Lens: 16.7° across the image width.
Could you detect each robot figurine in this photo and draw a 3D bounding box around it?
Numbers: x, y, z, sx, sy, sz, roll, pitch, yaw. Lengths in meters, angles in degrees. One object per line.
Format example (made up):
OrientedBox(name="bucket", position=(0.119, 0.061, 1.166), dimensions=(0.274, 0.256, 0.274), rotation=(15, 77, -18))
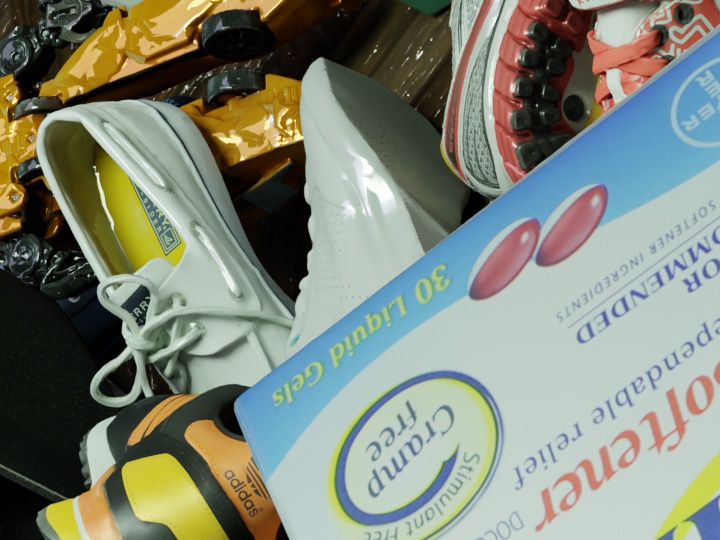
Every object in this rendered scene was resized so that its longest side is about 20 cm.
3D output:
OrientedBox(name="robot figurine", position=(-0.090, -0.065, 1.070), dimensions=(0.200, 0.058, 0.145), rotation=(-19, 64, 31))

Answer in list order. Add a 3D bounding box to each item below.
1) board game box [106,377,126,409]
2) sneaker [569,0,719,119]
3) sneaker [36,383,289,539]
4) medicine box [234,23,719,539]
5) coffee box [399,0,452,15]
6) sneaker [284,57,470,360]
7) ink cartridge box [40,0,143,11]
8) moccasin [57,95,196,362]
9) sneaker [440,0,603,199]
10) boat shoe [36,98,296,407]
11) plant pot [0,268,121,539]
OrientedBox(name="board game box", position=(-0.156, 0.100, 1.097), dimensions=(0.200, 0.034, 0.135), rotation=(37, 107, 41))
OrientedBox(name="sneaker", position=(0.091, -0.069, 0.791), dimensions=(0.067, 0.108, 0.202), rotation=(11, 81, 60))
OrientedBox(name="sneaker", position=(-0.047, 0.072, 0.838), dimensions=(0.090, 0.070, 0.200), rotation=(-30, 5, 6))
OrientedBox(name="medicine box", position=(0.090, 0.067, 0.625), dimensions=(0.182, 0.103, 0.200), rotation=(-37, 43, 8))
OrientedBox(name="coffee box", position=(-0.001, -0.217, 1.024), dimensions=(0.044, 0.123, 0.200), rotation=(-29, 49, 47))
OrientedBox(name="sneaker", position=(0.000, 0.000, 0.926), dimensions=(0.089, 0.075, 0.200), rotation=(-48, 37, 23))
OrientedBox(name="ink cartridge box", position=(-0.156, -0.217, 1.199), dimensions=(0.050, 0.200, 0.161), rotation=(-15, 60, 55))
OrientedBox(name="moccasin", position=(-0.135, -0.003, 1.161), dimensions=(0.200, 0.068, 0.081), rotation=(-54, 33, 24))
OrientedBox(name="sneaker", position=(0.069, -0.120, 0.892), dimensions=(0.082, 0.078, 0.200), rotation=(-7, 65, 60))
OrientedBox(name="boat shoe", position=(-0.072, 0.015, 0.957), dimensions=(0.075, 0.086, 0.202), rotation=(-40, 68, 31))
OrientedBox(name="plant pot", position=(-0.212, 0.080, 0.992), dimensions=(0.200, 0.199, 0.178), rotation=(-49, 25, 24))
